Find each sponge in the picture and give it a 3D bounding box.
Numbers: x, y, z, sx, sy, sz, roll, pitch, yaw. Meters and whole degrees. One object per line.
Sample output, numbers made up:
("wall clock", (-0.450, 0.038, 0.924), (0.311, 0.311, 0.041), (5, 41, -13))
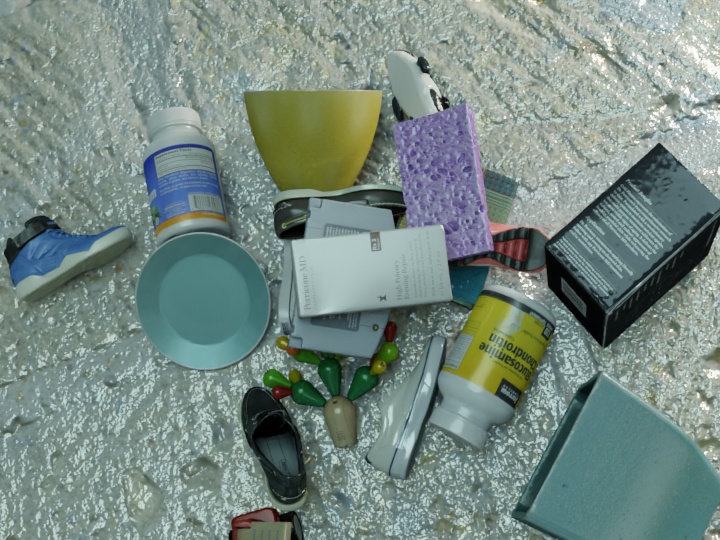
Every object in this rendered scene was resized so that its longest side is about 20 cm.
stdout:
("sponge", (0.110, -0.113, 1.458), (0.110, 0.030, 0.203), (-11, 82, 22))

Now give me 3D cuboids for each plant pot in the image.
("plant pot", (0.322, 0.267, 1.328), (0.199, 0.196, 0.198), (30, 81, 8))
("plant pot", (-0.067, -0.184, 1.555), (0.197, 0.200, 0.144), (2, 99, 12))

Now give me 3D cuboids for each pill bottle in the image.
("pill bottle", (-0.262, -0.134, 1.605), (0.111, 0.112, 0.202), (-16, 70, 7))
("pill bottle", (0.170, 0.130, 1.434), (0.111, 0.112, 0.202), (25, 80, 18))

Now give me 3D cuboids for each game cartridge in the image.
("game cartridge", (-0.019, 0.012, 1.449), (0.131, 0.042, 0.203), (9, 84, -9))

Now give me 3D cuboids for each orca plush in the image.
("orca plush", (0.110, -0.252, 1.581), (0.070, 0.106, 0.200), (-4, 34, -31))

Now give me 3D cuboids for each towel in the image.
("towel", (0.127, -0.061, 1.533), (0.145, 0.022, 0.202), (22, 77, 0))

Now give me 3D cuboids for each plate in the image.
("plate", (-0.225, 0.043, 1.559), (0.197, 0.026, 0.203), (1, 101, 3))

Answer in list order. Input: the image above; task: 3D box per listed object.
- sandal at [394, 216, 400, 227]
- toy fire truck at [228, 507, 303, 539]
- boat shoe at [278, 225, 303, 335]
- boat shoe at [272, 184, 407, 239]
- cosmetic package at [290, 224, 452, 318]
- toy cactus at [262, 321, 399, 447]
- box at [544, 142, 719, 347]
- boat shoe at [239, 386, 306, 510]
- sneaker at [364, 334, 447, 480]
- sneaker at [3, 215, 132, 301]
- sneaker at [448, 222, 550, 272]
("sandal", (0.000, 0.001, 1.542), (0.200, 0.048, 0.075), (-45, 71, -4))
("toy fire truck", (-0.114, 0.385, 1.372), (0.127, 0.200, 0.178), (-17, 71, 7))
("boat shoe", (-0.071, 0.001, 1.528), (0.069, 0.071, 0.202), (-3, 50, 9))
("boat shoe", (-0.022, -0.078, 1.508), (0.198, 0.072, 0.061), (-4, 69, 3))
("cosmetic package", (0.012, 0.002, 1.397), (0.197, 0.074, 0.103), (-7, 87, -5))
("toy cactus", (-0.034, 0.157, 1.489), (0.197, 0.102, 0.167), (-13, 81, -1))
("box", (0.348, -0.026, 1.396), (0.196, 0.200, 0.124), (-39, 71, -2))
("boat shoe", (-0.117, 0.222, 1.460), (0.073, 0.067, 0.201), (-5, 45, -14))
("sneaker", (0.061, 0.177, 1.464), (0.070, 0.073, 0.202), (18, 78, 13))
("sneaker", (-0.447, -0.046, 1.636), (0.198, 0.077, 0.112), (-28, 79, 9))
("sneaker", (0.174, -0.031, 1.488), (0.198, 0.087, 0.075), (13, 90, 22))
